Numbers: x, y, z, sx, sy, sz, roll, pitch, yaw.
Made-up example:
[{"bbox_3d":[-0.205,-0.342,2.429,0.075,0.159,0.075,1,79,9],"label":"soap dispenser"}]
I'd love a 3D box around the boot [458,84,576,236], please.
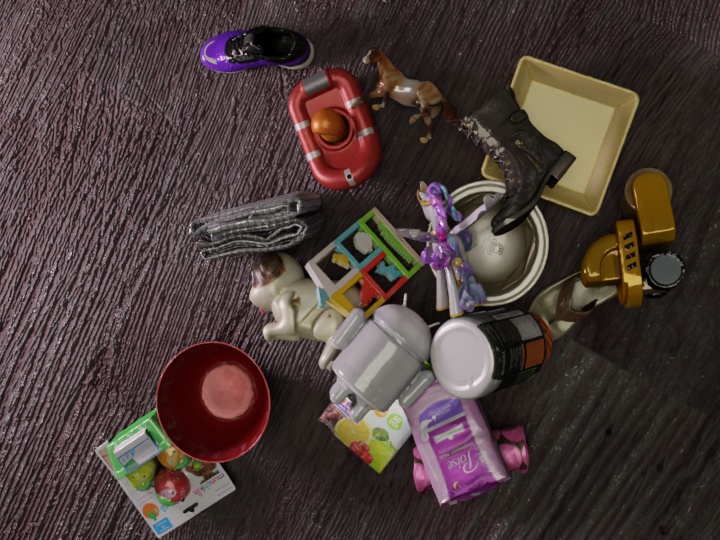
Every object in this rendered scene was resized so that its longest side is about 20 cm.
[{"bbox_3d":[0.218,-0.170,1.288,0.174,0.069,0.200,42,73,8],"label":"boot"}]

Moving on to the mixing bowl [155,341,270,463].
[{"bbox_3d":[-0.240,0.218,1.437,0.196,0.108,0.205,0,92,6],"label":"mixing bowl"}]

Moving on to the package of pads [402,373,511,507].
[{"bbox_3d":[0.144,0.257,1.316,0.119,0.076,0.203,-25,70,10],"label":"package of pads"}]

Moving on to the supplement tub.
[{"bbox_3d":[0.208,0.122,1.287,0.121,0.198,0.125,4,96,40],"label":"supplement tub"}]

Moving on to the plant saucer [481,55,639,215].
[{"bbox_3d":[0.317,-0.214,1.339,0.197,0.048,0.203,20,97,8],"label":"plant saucer"}]

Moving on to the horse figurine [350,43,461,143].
[{"bbox_3d":[0.077,-0.282,1.358,0.197,0.133,0.050,24,141,7],"label":"horse figurine"}]

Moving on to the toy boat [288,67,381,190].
[{"bbox_3d":[-0.046,-0.231,1.362,0.129,0.131,0.203,-22,90,11],"label":"toy boat"}]

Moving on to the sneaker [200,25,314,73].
[{"bbox_3d":[-0.182,-0.376,1.391,0.196,0.099,0.071,-1,92,10],"label":"sneaker"}]

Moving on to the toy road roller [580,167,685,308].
[{"bbox_3d":[0.406,-0.044,1.279,0.143,0.123,0.204,-6,80,10],"label":"toy road roller"}]

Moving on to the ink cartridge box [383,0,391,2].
[{"bbox_3d":[0.053,-0.563,1.344,0.146,0.083,0.201,42,100,5],"label":"ink cartridge box"}]

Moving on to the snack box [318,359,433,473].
[{"bbox_3d":[0.041,0.218,1.416,0.142,0.053,0.201,39,98,3],"label":"snack box"}]

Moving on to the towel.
[{"bbox_3d":[-0.165,-0.069,1.380,0.196,0.166,0.087,-13,98,11],"label":"towel"}]

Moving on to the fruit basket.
[{"bbox_3d":[-0.349,0.355,1.480,0.184,0.094,0.202,-32,91,11],"label":"fruit basket"}]

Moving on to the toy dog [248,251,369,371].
[{"bbox_3d":[-0.096,0.048,1.390,0.198,0.139,0.196,31,94,8],"label":"toy dog"}]

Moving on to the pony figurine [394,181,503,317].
[{"bbox_3d":[0.130,-0.038,1.246,0.163,0.193,0.204,-15,95,-5],"label":"pony figurine"}]

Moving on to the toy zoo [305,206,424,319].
[{"bbox_3d":[0.000,0.000,1.364,0.131,0.020,0.200,47,60,3],"label":"toy zoo"}]

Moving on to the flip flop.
[{"bbox_3d":[0.352,0.046,1.346,0.198,0.058,0.082,-32,88,11],"label":"flip flop"}]

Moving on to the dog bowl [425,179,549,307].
[{"bbox_3d":[0.206,-0.044,1.359,0.196,0.074,0.205,1,93,10],"label":"dog bowl"}]

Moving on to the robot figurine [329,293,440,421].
[{"bbox_3d":[0.035,0.137,1.292,0.169,0.113,0.201,39,89,-6],"label":"robot figurine"}]

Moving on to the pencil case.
[{"bbox_3d":[0.184,0.314,1.383,0.196,0.094,0.092,-13,49,11],"label":"pencil case"}]
